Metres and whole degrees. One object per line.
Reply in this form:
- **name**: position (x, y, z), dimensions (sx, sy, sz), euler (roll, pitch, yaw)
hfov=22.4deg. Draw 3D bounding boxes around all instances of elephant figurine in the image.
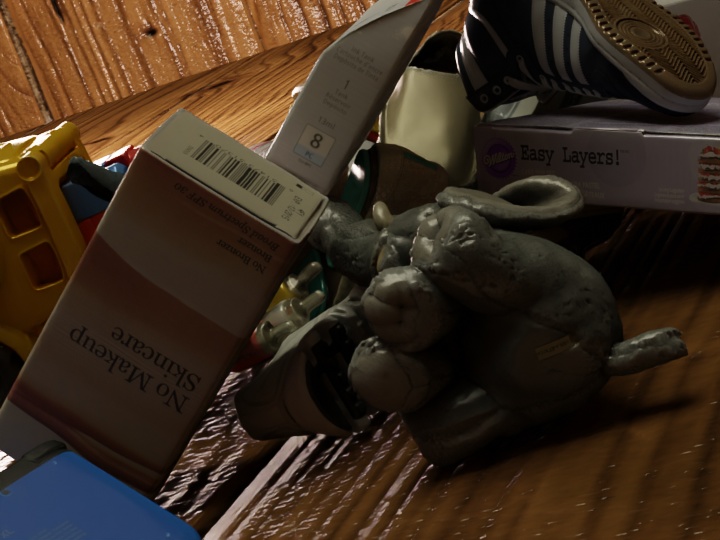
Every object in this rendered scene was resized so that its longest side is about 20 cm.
- **elephant figurine**: position (0.061, 0.003, 0.969), dimensions (0.141, 0.155, 0.200), euler (-44, 13, 16)

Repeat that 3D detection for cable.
- **cable**: position (-0.101, 0.067, 1.139), dimensions (0.200, 0.050, 0.097), euler (-42, 11, 32)

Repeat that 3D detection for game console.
- **game console**: position (-0.202, 0.185, 0.910), dimensions (0.170, 0.119, 0.200), euler (27, 40, 29)

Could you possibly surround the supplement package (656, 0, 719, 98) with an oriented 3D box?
- **supplement package**: position (0.258, -0.159, 1.376), dimensions (0.199, 0.122, 0.120), euler (-12, 15, 38)

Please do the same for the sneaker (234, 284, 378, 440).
- **sneaker**: position (-0.002, 0.042, 1.081), dimensions (0.081, 0.075, 0.200), euler (-25, 5, 38)

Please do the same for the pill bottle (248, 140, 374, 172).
- **pill bottle**: position (-0.026, -0.045, 1.373), dimensions (0.110, 0.111, 0.200), euler (-26, 13, -23)

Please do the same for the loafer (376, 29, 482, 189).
- **loafer**: position (0.045, -0.100, 1.226), dimensions (0.075, 0.069, 0.200), euler (8, 34, -2)

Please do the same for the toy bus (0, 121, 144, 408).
- **toy bus**: position (-0.208, -0.003, 1.266), dimensions (0.191, 0.201, 0.136), euler (-19, 14, 12)

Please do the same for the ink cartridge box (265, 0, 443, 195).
- **ink cartridge box**: position (0.018, -0.154, 1.082), dimensions (0.201, 0.047, 0.160), euler (-62, 0, 17)

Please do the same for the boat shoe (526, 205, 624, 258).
- **boat shoe**: position (0.098, -0.010, 1.123), dimensions (0.072, 0.072, 0.200), euler (6, 12, 34)

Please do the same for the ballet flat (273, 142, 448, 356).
- **ballet flat**: position (0.000, 0.000, 1.156), dimensions (0.062, 0.068, 0.200), euler (10, -41, -19)

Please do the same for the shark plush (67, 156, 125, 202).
- **shark plush**: position (-0.121, -0.043, 1.222), dimensions (0.199, 0.084, 0.091), euler (-1, -39, -41)

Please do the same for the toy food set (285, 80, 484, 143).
- **toy food set**: position (0.038, -0.110, 1.414), dimensions (0.197, 0.049, 0.200), euler (12, -3, 19)

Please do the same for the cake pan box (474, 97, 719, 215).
- **cake pan box**: position (0.194, -0.075, 1.119), dimensions (0.199, 0.053, 0.184), euler (6, 11, 36)

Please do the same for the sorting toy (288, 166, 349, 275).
- **sorting toy**: position (-0.091, 0.006, 1.209), dimensions (0.184, 0.037, 0.200), euler (-23, -25, -11)

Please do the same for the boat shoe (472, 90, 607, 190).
- **boat shoe**: position (0.120, -0.102, 1.262), dimensions (0.070, 0.201, 0.072), euler (20, 20, -21)

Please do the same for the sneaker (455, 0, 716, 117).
- **sneaker**: position (0.132, -0.125, 1.123), dimensions (0.070, 0.109, 0.200), euler (-8, 41, -37)

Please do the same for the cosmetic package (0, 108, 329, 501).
- **cosmetic package**: position (-0.112, 0.027, 1.002), dimensions (0.201, 0.103, 0.087), euler (-60, 0, 22)
